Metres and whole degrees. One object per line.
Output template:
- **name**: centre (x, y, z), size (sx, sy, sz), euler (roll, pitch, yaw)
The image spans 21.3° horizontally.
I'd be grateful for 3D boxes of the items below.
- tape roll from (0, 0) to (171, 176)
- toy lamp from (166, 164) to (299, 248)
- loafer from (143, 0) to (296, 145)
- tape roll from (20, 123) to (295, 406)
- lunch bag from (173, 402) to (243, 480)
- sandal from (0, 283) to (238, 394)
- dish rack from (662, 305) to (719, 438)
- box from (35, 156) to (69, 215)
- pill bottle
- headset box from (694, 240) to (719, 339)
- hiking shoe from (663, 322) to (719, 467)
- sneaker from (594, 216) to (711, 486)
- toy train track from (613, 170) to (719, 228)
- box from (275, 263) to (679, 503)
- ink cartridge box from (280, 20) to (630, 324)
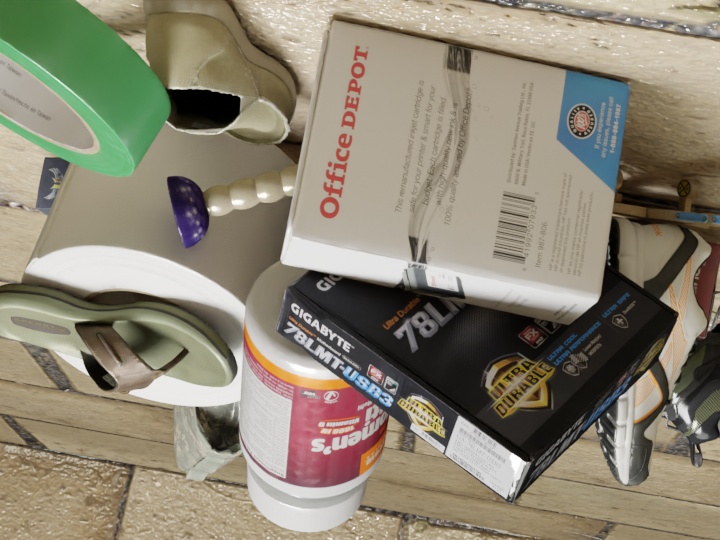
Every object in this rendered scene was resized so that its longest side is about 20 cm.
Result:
- **tape roll**: centre (-0.214, -0.135, 1.198), size (0.199, 0.048, 0.201), euler (30, 167, 8)
- **toy lamp**: centre (-0.033, -0.067, 1.326), size (0.198, 0.059, 0.058), euler (-15, 165, -2)
- **loafer**: centre (-0.098, -0.119, 1.262), size (0.075, 0.069, 0.200), euler (5, 165, 19)
- **tape roll**: centre (-0.142, -0.009, 1.454), size (0.201, 0.140, 0.203), euler (11, 146, 8)
- **lunch bag**: centre (-0.123, 0.101, 1.861), size (0.116, 0.202, 0.164), euler (14, 165, -12)
- **sandal**: centre (-0.184, 0.060, 1.393), size (0.199, 0.058, 0.080), euler (9, 145, 12)
- **dish rack**: centre (0.232, 0.059, 1.588), size (0.198, 0.154, 0.055), euler (18, 125, 5)
- **box**: centre (-0.162, -0.041, 1.640), size (0.156, 0.052, 0.200), euler (1, 163, 22)
- **pill bottle**: centre (-0.032, 0.091, 1.364), size (0.108, 0.110, 0.201), euler (9, 137, 3)
- **headset box**: centre (0.177, 0.002, 1.473), size (0.198, 0.076, 0.149), euler (12, 177, -6)
- **hiking shoe**: centre (0.320, 0.069, 1.484), size (0.199, 0.101, 0.076), euler (-29, -174, 0)
- **sneaker**: centre (0.210, 0.061, 1.372), size (0.079, 0.202, 0.074), euler (-1, -161, -9)
- **toy train track**: centre (0.232, -0.049, 1.341), size (0.114, 0.033, 0.199), euler (7, -179, -39)
- **box**: centre (0.080, 0.034, 1.270), size (0.198, 0.200, 0.050), euler (37, 135, 18)
- **ink cartridge box**: centre (0.058, -0.061, 1.220), size (0.198, 0.146, 0.084), euler (12, 166, -5)
